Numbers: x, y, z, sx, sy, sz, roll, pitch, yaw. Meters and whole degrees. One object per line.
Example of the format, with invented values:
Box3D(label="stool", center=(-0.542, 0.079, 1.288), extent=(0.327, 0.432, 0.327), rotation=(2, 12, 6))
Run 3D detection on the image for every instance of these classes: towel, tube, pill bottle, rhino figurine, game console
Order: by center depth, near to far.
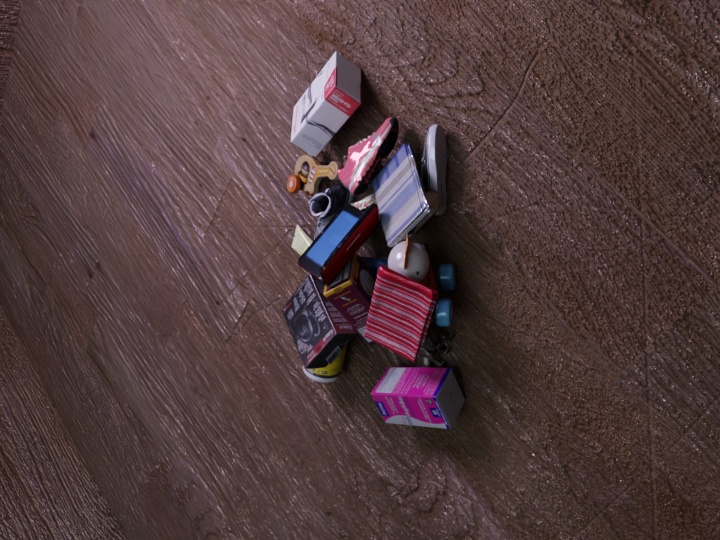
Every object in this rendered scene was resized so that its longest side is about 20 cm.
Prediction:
Box3D(label="towel", center=(0.083, 0.097, 1.380), extent=(0.142, 0.022, 0.204), rotation=(25, 126, 18))
Box3D(label="towel", center=(0.089, -0.170, 1.423), extent=(0.147, 0.023, 0.204), rotation=(-44, 45, 38))
Box3D(label="game console", center=(-0.058, -0.082, 1.471), extent=(0.118, 0.173, 0.201), rotation=(37, 79, 12))
Box3D(label="rhino figurine", center=(0.032, -0.244, 1.547), extent=(0.195, 0.059, 0.091), rotation=(-1, 94, 32))
Box3D(label="pill bottle", center=(-0.089, 0.188, 1.709), extent=(0.111, 0.111, 0.206), rotation=(25, 114, 32))
Box3D(label="tube", center=(-0.123, -0.038, 1.732), extent=(0.058, 0.052, 0.199), rotation=(-47, 62, 1))

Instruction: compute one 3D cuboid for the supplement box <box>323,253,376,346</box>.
Box3D(label="supplement box", center=(0.005, 0.070, 1.537), extent=(0.084, 0.112, 0.201), rotation=(-25, 123, 26))

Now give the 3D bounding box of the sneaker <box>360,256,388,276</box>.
Box3D(label="sneaker", center=(0.000, 0.001, 1.594), extent=(0.196, 0.110, 0.079), rotation=(16, 110, 35))

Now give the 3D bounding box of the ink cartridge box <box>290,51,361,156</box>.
Box3D(label="ink cartridge box", center=(-0.086, -0.405, 1.551), extent=(0.200, 0.082, 0.147), rotation=(-43, 35, 38))

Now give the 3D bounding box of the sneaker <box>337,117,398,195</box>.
Box3D(label="sneaker", center=(0.013, -0.282, 1.483), extent=(0.086, 0.073, 0.203), rotation=(37, 100, 18))

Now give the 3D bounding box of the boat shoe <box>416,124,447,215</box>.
Box3D(label="boat shoe", center=(0.155, -0.227, 1.440), extent=(0.069, 0.071, 0.207), rotation=(8, 107, 33))

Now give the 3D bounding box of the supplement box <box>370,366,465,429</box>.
Box3D(label="supplement box", center=(0.139, 0.306, 1.536), extent=(0.196, 0.104, 0.103), rotation=(-6, 121, 41))

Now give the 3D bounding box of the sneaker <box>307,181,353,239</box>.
Box3D(label="sneaker", center=(-0.097, -0.140, 1.641), extent=(0.075, 0.112, 0.203), rotation=(42, 123, 24))

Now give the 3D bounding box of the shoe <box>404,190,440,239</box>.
Box3D(label="shoe", center=(0.116, -0.123, 1.471), extent=(0.071, 0.053, 0.200), rotation=(54, 150, 5))

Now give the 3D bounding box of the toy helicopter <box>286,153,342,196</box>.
Box3D(label="toy helicopter", center=(-0.109, -0.265, 1.634), extent=(0.197, 0.077, 0.137), rotation=(7, 93, 50))

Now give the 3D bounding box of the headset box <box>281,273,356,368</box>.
Box3D(label="headset box", center=(-0.104, 0.136, 1.586), extent=(0.149, 0.076, 0.203), rotation=(-49, 56, 32))

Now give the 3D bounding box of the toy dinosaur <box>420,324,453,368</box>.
Box3D(label="toy dinosaur", center=(0.165, 0.175, 1.531), extent=(0.101, 0.077, 0.203), rotation=(30, 149, 32))

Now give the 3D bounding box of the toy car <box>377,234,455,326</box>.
Box3D(label="toy car", center=(0.109, 0.015, 1.403), extent=(0.179, 0.202, 0.181), rotation=(0, 56, 16))

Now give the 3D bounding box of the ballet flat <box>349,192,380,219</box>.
Box3D(label="ballet flat", center=(0.016, -0.142, 1.569), extent=(0.198, 0.075, 0.065), rotation=(-31, 39, 40))

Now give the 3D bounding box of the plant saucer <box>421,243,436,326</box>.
Box3D(label="plant saucer", center=(0.146, 0.039, 1.543), extent=(0.069, 0.019, 0.207), rotation=(-4, 96, 40))
